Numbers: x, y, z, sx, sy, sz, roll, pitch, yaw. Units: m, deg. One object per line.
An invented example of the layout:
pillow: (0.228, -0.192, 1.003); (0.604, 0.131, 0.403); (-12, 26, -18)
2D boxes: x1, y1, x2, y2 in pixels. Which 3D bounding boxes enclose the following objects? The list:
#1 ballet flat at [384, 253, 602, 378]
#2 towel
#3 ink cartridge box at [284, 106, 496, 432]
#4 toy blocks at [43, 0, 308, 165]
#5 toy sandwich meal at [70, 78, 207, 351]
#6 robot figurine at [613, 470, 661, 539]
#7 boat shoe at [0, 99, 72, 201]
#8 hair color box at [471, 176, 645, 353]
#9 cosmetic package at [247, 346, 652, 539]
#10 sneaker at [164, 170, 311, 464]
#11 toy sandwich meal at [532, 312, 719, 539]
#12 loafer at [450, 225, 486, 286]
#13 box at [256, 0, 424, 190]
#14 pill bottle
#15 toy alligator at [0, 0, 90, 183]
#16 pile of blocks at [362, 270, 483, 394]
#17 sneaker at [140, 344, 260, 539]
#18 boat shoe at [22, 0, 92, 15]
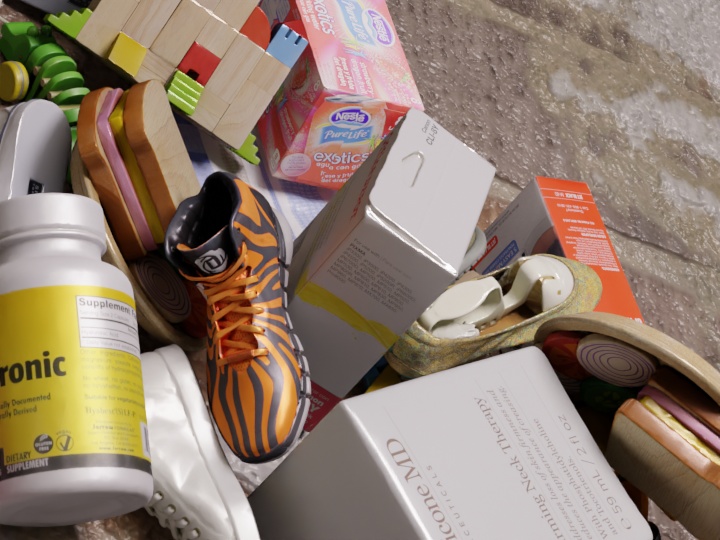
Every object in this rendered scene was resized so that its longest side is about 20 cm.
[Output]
ballet flat: (0.107, 0.024, 1.528); (0.200, 0.071, 0.071); (-20, 69, -26)
towel: (-0.068, -0.069, 1.622); (0.200, 0.024, 0.147); (2, 54, -38)
ink cartridge box: (0.000, 0.000, 1.473); (0.083, 0.200, 0.145); (34, 38, -9)
toy blocks: (-0.122, -0.191, 1.552); (0.200, 0.137, 0.100); (34, -3, -17)
toy sandwich meal: (-0.138, -0.042, 1.439); (0.205, 0.070, 0.205); (60, 14, -25)
robot figurine: (0.193, 0.252, 1.493); (0.200, 0.058, 0.145); (-76, 154, -50)
boat shoe: (-0.257, -0.023, 1.394); (0.071, 0.070, 0.200); (30, 62, -47)
hair color box: (0.165, 0.036, 1.652); (0.064, 0.111, 0.200); (4, 53, -36)
cosmetic package: (0.055, 0.179, 1.396); (0.200, 0.166, 0.168); (-13, 65, -43)
sneaker: (-0.091, 0.026, 1.358); (0.112, 0.077, 0.200); (47, 30, -59)
toy sandwich meal: (0.200, 0.113, 1.439); (0.205, 0.205, 0.070); (39, 67, -5)
loafer: (0.049, -0.036, 1.620); (0.070, 0.075, 0.200); (40, 14, -16)
box: (-0.030, -0.168, 1.652); (0.095, 0.103, 0.200); (11, 40, -27)
pill bottle: (-0.197, 0.057, 1.303); (0.111, 0.111, 0.200); (5, 68, -36)
toy alligator: (-0.242, -0.157, 1.531); (0.059, 0.054, 0.200); (-7, 61, -43)
pile of blocks: (0.051, 0.079, 1.575); (0.200, 0.082, 0.062); (-43, 130, -41)
sneaker: (-0.127, 0.152, 1.361); (0.085, 0.073, 0.200); (-17, 67, -21)
boat shoe: (-0.196, -0.215, 1.616); (0.200, 0.070, 0.066); (25, 34, -17)
